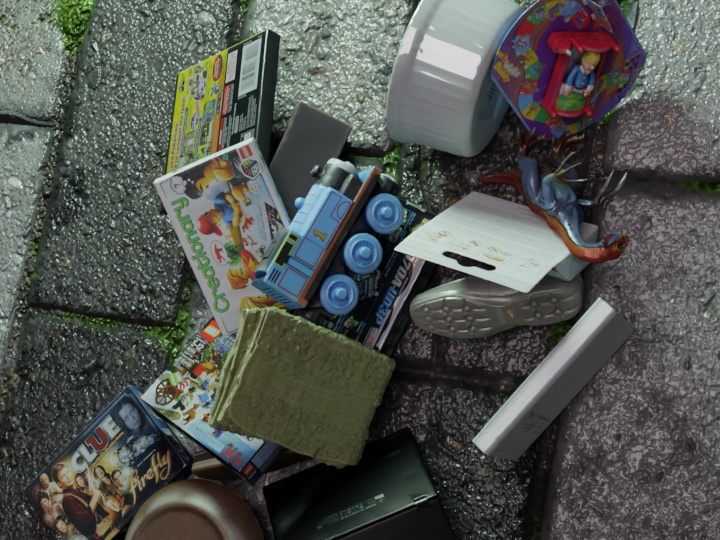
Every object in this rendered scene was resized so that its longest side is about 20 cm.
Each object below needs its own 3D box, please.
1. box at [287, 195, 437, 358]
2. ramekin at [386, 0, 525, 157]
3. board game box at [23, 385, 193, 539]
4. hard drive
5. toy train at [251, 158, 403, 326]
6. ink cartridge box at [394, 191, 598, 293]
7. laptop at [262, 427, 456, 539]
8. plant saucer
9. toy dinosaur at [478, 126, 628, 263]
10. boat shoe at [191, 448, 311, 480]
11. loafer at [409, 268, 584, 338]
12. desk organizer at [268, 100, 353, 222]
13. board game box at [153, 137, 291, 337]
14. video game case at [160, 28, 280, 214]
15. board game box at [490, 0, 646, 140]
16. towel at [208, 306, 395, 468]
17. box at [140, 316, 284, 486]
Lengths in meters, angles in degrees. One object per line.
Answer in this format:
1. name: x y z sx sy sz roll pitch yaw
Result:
1. box: 0.000 0.000 1.540 0.159 0.046 0.201 26 89 24
2. ramekin: 0.115 -0.226 1.463 0.097 0.200 0.201 23 88 16
3. board game box: -0.316 0.262 1.619 0.200 0.035 0.136 -45 67 8
4. hard drive: 0.211 0.121 1.386 0.026 0.132 0.200 43 96 23
5. toy train: -0.034 -0.035 1.459 0.114 0.087 0.201 32 79 -15
6. ink cartridge box: 0.150 -0.019 1.406 0.159 0.200 0.047 18 120 25
7. laptop: 0.009 0.309 1.447 0.186 0.116 0.200 -22 33 -2
8. plant saucer: -0.206 0.347 1.520 0.199 0.037 0.202 -4 79 23
9. toy dinosaur: 0.227 -0.071 1.417 0.200 0.105 0.182 129 143 -53
10. boat shoe: -0.109 0.200 1.535 0.200 0.072 0.066 -17 64 17
11. loafer: 0.155 0.031 1.467 0.199 0.070 0.070 -6 35 16
12. desk organizer: -0.085 -0.096 1.565 0.071 0.077 0.201 25 89 -5
13. board game box: -0.142 -0.038 1.500 0.126 0.035 0.201 -23 101 4
14. video game case: -0.175 -0.182 1.604 0.180 0.025 0.201 -16 62 41
15. board game box: 0.237 -0.216 1.407 0.158 0.200 0.039 -38 45 6
16. towel: -0.063 0.130 1.430 0.036 0.199 0.149 21 90 62
17. box: -0.151 0.149 1.522 0.200 0.038 0.137 27 70 41
